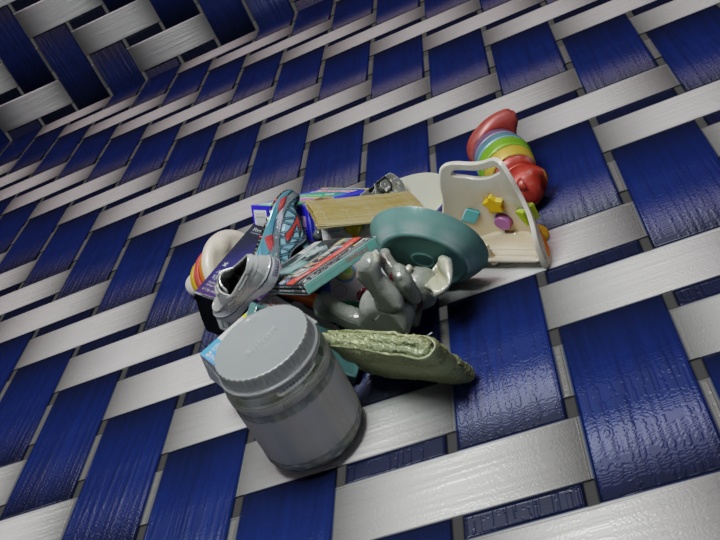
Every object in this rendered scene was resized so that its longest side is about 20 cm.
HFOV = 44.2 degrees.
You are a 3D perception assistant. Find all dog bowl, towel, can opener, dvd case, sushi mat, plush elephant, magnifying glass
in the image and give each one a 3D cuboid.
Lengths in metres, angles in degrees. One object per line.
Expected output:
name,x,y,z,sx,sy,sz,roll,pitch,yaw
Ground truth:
dog bowl,0.088,-0.091,1.631,0.198,0.079,0.201,-21,31,13
towel,0.053,0.126,1.272,0.198,0.148,0.037,1,67,36
can opener,-0.001,-0.103,1.611,0.199,0.054,0.067,-38,-1,-15
dvd case,-0.075,-0.008,1.406,0.145,0.022,0.199,-35,17,-26
sushi mat,0.010,-0.105,1.535,0.197,0.012,0.096,-7,32,-15
plush elephant,0.059,0.033,1.371,0.165,0.199,0.155,-50,6,44
magnifying glass,-0.034,0.066,1.435,0.198,0.023,0.080,23,41,3

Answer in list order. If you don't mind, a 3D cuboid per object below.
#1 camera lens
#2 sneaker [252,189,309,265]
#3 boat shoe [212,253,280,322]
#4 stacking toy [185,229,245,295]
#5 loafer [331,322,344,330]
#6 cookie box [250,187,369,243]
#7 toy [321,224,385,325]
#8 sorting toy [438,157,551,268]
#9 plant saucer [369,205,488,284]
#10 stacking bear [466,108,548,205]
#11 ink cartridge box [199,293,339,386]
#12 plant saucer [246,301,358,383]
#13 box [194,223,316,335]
camera lens,-0.099,0.171,1.258,0.158,0.201,0.161,-18,35,13
sneaker,-0.129,-0.052,1.560,0.094,0.080,0.202,20,55,-5
boat shoe,-0.201,0.021,1.424,0.200,0.065,0.074,-39,41,45
stacking toy,-0.296,0.011,1.773,0.199,0.147,0.147,-19,27,47
loafer,-0.092,0.134,1.451,0.199,0.063,0.072,-39,30,-17
cookie box,-0.082,-0.110,1.729,0.170,0.076,0.199,5,16,44
toy,0.000,0.000,1.520,0.114,0.047,0.202,-8,68,-5
sorting toy,0.209,-0.102,1.444,0.198,0.181,0.107,1,41,40
plant saucer,0.104,-0.029,1.418,0.198,0.200,0.036,-3,54,36
stacking bear,0.273,-0.183,1.596,0.113,0.122,0.201,-24,37,2
ink cartridge box,-0.139,0.113,1.402,0.115,0.068,0.200,29,58,32
plant saucer,-0.084,0.110,1.350,0.019,0.198,0.071,-23,50,63
box,-0.178,0.029,1.602,0.146,0.105,0.201,15,49,23
